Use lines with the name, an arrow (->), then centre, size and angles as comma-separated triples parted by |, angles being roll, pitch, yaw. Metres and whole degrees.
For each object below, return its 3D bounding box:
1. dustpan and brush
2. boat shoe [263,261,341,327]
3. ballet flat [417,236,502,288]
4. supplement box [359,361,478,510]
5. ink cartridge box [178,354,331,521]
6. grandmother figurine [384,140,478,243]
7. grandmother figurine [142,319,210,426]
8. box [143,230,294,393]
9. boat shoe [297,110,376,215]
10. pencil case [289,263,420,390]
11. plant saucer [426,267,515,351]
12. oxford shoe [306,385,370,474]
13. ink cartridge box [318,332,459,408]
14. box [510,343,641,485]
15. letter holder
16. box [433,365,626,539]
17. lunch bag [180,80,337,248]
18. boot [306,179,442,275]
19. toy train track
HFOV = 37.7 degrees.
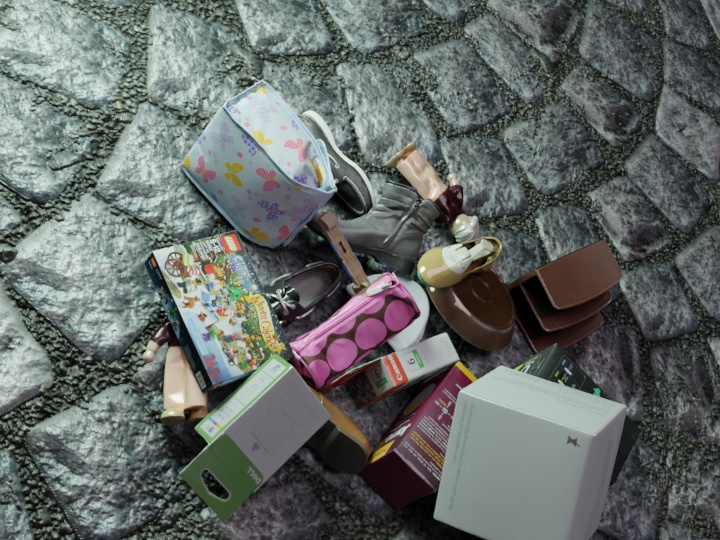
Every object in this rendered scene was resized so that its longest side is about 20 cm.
dustpan and brush -> 0.078, 0.048, 1.688 | 0.200, 0.057, 0.140 | -30, 74, -34
boat shoe -> -0.105, 0.044, 1.546 | 0.200, 0.060, 0.074 | -26, 81, -40
ballet flat -> 0.161, -0.022, 1.678 | 0.200, 0.063, 0.069 | -19, 72, -54
supplement box -> 0.099, 0.241, 1.549 | 0.086, 0.110, 0.200 | 45, 49, -4
ink cartridge box -> -0.146, 0.219, 1.391 | 0.200, 0.059, 0.104 | -43, 121, -16
grandmother figurine -> 0.133, -0.127, 1.802 | 0.121, 0.061, 0.200 | -40, 93, -31
grandmother figurine -> -0.235, 0.108, 1.439 | 0.121, 0.061, 0.201 | 12, 61, -38
box -> -0.192, 0.053, 1.438 | 0.136, 0.038, 0.200 | -18, 75, -37
boat shoe -> -0.051, -0.165, 1.699 | 0.060, 0.074, 0.200 | -33, 89, -35
pencil case -> -0.014, 0.084, 1.516 | 0.200, 0.094, 0.091 | -38, 69, -7
plant saucer -> 0.188, 0.039, 1.737 | 0.200, 0.034, 0.201 | 29, 40, -27
oxford shoe -> -0.066, 0.205, 1.504 | 0.200, 0.071, 0.071 | 45, 20, -2
ink cartridge box -> 0.039, 0.158, 1.556 | 0.200, 0.109, 0.050 | -19, 77, -38
box -> 0.307, 0.243, 1.659 | 0.200, 0.149, 0.124 | 45, 51, -4
letter holder -> 0.368, 0.050, 1.839 | 0.200, 0.101, 0.142 | -20, 79, -39
box -> 0.235, 0.265, 1.456 | 0.200, 0.200, 0.171 | 16, 14, 24
lunch bag -> -0.141, -0.148, 1.568 | 0.200, 0.170, 0.127 | 48, 46, 3
boot -> 0.020, -0.086, 1.663 | 0.200, 0.070, 0.132 | 22, 91, -23
toy train track -> 0.000, 0.000, 1.575 | 0.115, 0.032, 0.200 | -41, 106, -38
